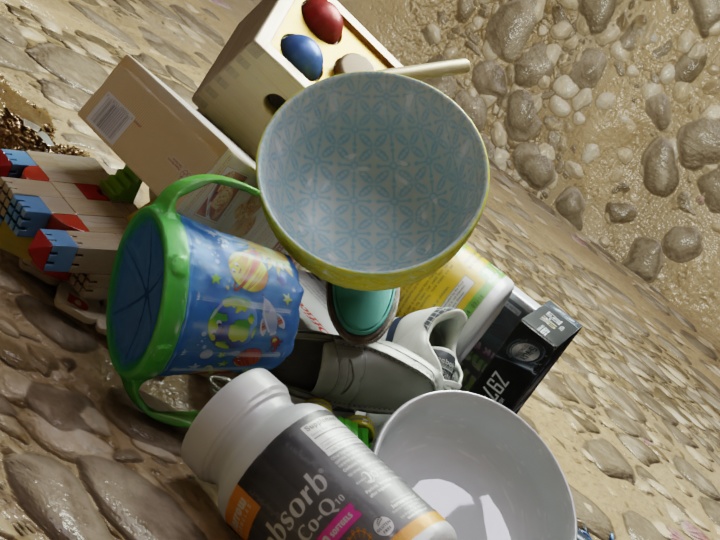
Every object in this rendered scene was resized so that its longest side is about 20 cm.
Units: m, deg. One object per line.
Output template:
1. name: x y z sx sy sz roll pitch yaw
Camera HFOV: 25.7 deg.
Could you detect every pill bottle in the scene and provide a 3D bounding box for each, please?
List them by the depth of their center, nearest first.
1. pill bottle: -0.034 0.172 1.165 0.200 0.117 0.116 41 15 20
2. pill bottle: 0.044 -0.003 1.560 0.199 0.112 0.111 38 14 8

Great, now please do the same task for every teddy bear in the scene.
1. teddy bear: -0.343 -0.131 1.542 0.199 0.067 0.145 39 22 -15

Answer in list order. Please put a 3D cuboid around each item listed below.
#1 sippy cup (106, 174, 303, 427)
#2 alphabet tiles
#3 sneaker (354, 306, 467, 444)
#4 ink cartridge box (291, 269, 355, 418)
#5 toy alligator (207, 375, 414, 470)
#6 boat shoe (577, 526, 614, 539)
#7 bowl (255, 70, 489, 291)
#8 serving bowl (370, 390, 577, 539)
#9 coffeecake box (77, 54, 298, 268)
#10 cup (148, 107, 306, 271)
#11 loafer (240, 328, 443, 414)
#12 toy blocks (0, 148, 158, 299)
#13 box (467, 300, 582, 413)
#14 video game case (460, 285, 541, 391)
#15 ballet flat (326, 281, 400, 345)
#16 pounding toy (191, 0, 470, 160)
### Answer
1. sippy cup: -0.120 0.025 1.258 0.129 0.179 0.141 8 43 -27
2. alphabet tiles: -0.213 0.026 1.415 0.199 0.015 0.196 32 14 -14
3. sneaker: 0.049 0.121 1.432 0.076 0.080 0.202 40 48 -42
4. ink cartridge box: -0.036 0.072 1.533 0.199 0.086 0.146 14 25 -51
5. toy alligator: -0.050 0.145 1.348 0.198 0.055 0.060 22 32 -16
6. boat shoe: 0.198 0.261 1.476 0.200 0.085 0.068 45 28 23
7. bowl: 0.007 -0.058 1.349 0.200 0.200 0.108 40 -24 18
8. serving bowl: 0.082 0.205 1.319 0.198 0.066 0.202 16 55 -23
9. coffeecake box: -0.137 -0.086 1.409 0.153 0.073 0.200 42 2 31
10. cup: -0.141 -0.083 1.636 0.199 0.202 0.143 26 -12 -32
11. loafer: -0.026 0.089 1.374 0.197 0.071 0.070 11 12 4
12. toy blocks: -0.257 -0.041 1.347 0.136 0.101 0.200 3 33 -44
13. box: 0.126 0.127 1.504 0.043 0.201 0.160 37 13 10
14. video game case: 0.085 0.067 1.639 0.199 0.183 0.023 37 27 8
15. ballet flat: 0.000 0.000 1.423 0.067 0.068 0.202 6 50 -4
16. pounding toy: -0.023 -0.184 1.533 0.200 0.142 0.185 42 37 -15
